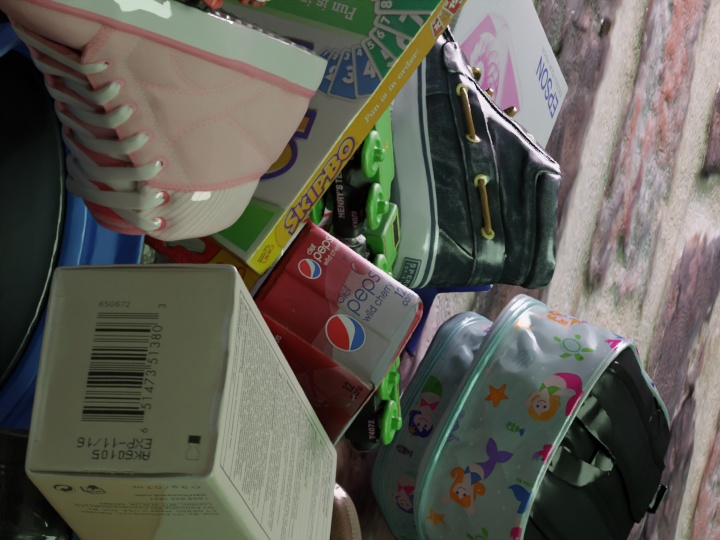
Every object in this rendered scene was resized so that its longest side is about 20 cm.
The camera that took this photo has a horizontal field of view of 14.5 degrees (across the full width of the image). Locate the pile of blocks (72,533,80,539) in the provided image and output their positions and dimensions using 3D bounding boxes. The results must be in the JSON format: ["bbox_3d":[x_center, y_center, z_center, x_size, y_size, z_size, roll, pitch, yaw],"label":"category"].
[{"bbox_3d":[-0.116,0.169,1.330,0.082,0.062,0.201,-43,140,-54],"label":"pile of blocks"}]

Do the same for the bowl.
[{"bbox_3d":[-0.154,-0.008,1.177,0.201,0.039,0.201,-44,141,-52],"label":"bowl"}]

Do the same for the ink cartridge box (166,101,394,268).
[{"bbox_3d":[-0.036,-0.070,1.384,0.116,0.067,0.201,-18,118,-65],"label":"ink cartridge box"}]

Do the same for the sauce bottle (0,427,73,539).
[{"bbox_3d":[-0.146,0.166,1.162,0.066,0.066,0.201,15,83,-68],"label":"sauce bottle"}]

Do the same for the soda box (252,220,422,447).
[{"bbox_3d":[-0.045,0.067,1.325,0.063,0.070,0.200,-56,180,-41],"label":"soda box"}]

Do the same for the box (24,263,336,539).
[{"bbox_3d":[-0.069,0.079,1.171,0.200,0.077,0.095,67,25,-61],"label":"box"}]

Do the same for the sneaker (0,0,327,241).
[{"bbox_3d":[-0.095,-0.067,1.134,0.200,0.075,0.105,19,100,-57],"label":"sneaker"}]

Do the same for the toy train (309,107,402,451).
[{"bbox_3d":[0.000,0.000,1.372,0.056,0.042,0.200,-66,158,-50],"label":"toy train"}]

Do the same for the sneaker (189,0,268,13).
[{"bbox_3d":[-0.048,-0.155,1.135,0.082,0.078,0.200,-51,-174,9],"label":"sneaker"}]

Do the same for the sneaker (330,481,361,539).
[{"bbox_3d":[-0.055,0.198,1.482,0.076,0.070,0.201,38,65,-60],"label":"sneaker"}]

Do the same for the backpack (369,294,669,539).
[{"bbox_3d":[0.096,0.110,1.673,0.178,0.150,0.200,-60,163,-14],"label":"backpack"}]

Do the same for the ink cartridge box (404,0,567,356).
[{"bbox_3d":[0.055,-0.073,1.634,0.196,0.043,0.200,59,47,-60],"label":"ink cartridge box"}]

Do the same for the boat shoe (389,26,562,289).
[{"bbox_3d":[0.049,-0.077,1.472,0.071,0.091,0.201,123,-32,-57],"label":"boat shoe"}]

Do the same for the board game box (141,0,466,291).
[{"bbox_3d":[-0.033,-0.089,1.271,0.200,0.095,0.030,-55,155,-3],"label":"board game box"}]
